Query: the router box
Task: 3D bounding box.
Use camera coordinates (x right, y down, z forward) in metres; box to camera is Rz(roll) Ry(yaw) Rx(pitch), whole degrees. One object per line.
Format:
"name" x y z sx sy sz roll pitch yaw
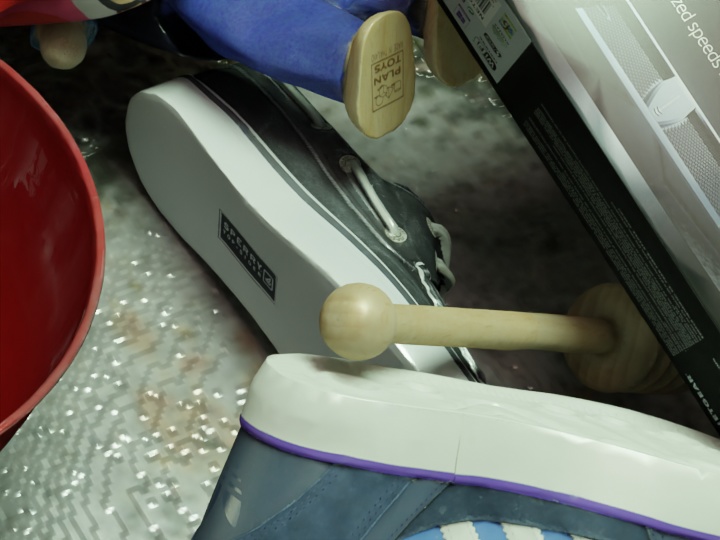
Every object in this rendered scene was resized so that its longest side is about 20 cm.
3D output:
"router box" 0.131 -0.071 0.760 0.157 0.052 0.200 -30 85 -15

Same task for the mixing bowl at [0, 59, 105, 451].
"mixing bowl" -0.182 0.018 0.716 0.200 0.108 0.200 8 49 -9

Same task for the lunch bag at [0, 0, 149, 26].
"lunch bag" -0.133 -0.143 0.830 0.200 0.082 0.176 0 46 29

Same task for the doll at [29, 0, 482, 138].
"doll" -0.057 -0.098 0.835 0.200 0.048 0.136 21 42 38

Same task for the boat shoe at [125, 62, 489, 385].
"boat shoe" 0.000 0.000 0.808 0.068 0.072 0.200 -24 54 -28

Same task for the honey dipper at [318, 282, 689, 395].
"honey dipper" 0.052 0.018 0.756 0.200 0.038 0.038 7 40 -55

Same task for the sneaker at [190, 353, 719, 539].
"sneaker" 0.041 0.113 0.709 0.200 0.147 0.081 13 8 -16
